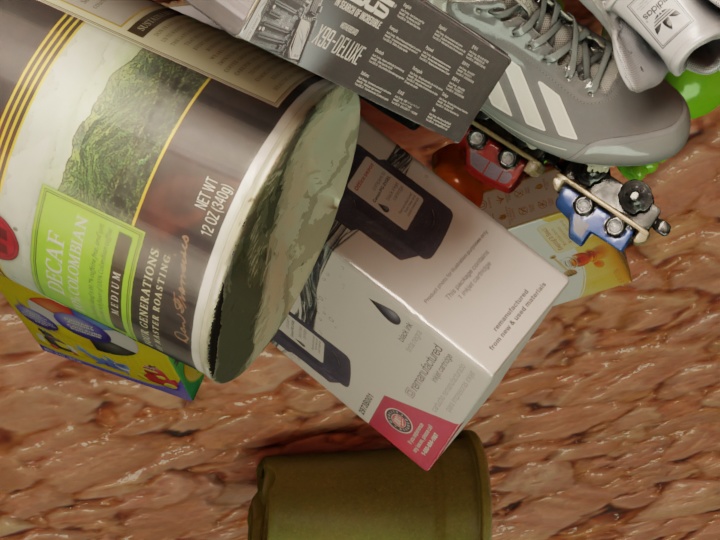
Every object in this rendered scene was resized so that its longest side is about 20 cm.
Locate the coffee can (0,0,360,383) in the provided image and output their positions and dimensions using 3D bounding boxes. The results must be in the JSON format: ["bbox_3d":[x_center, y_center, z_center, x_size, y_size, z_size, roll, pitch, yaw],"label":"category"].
[{"bbox_3d":[-0.120,-0.056,0.837,0.199,0.147,0.147,24,157,12],"label":"coffee can"}]

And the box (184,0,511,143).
[{"bbox_3d":[-0.043,-0.131,0.777,0.050,0.158,0.200,-57,152,9],"label":"box"}]

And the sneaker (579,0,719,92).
[{"bbox_3d":[0.119,-0.157,0.870,0.075,0.115,0.200,-38,148,23],"label":"sneaker"}]

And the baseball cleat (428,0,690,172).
[{"bbox_3d":[0.080,-0.117,0.922,0.199,0.070,0.107,19,146,1],"label":"baseball cleat"}]

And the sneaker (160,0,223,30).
[{"bbox_3d":[-0.126,-0.074,0.947,0.199,0.109,0.070,-10,154,-6],"label":"sneaker"}]

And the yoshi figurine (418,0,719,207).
[{"bbox_3d":[0.124,-0.102,1.011,0.199,0.112,0.112,-22,147,12],"label":"yoshi figurine"}]

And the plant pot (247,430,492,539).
[{"bbox_3d":[-0.001,0.230,1.574,0.183,0.201,0.201,5,152,-9],"label":"plant pot"}]

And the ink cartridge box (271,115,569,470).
[{"bbox_3d":[0.000,0.000,1.048,0.084,0.200,0.145,-47,172,-29],"label":"ink cartridge box"}]

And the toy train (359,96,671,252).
[{"bbox_3d":[0.075,-0.066,0.981,0.046,0.199,0.034,-58,170,2],"label":"toy train"}]

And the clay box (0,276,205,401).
[{"bbox_3d":[-0.163,0.010,1.119,0.114,0.048,0.200,17,160,15],"label":"clay box"}]

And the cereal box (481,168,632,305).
[{"bbox_3d":[0.076,-0.002,1.271,0.199,0.040,0.144,-19,154,13],"label":"cereal box"}]
